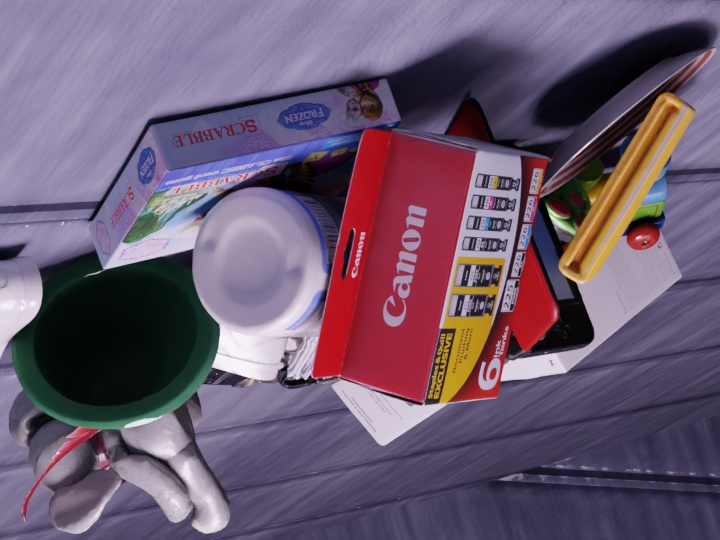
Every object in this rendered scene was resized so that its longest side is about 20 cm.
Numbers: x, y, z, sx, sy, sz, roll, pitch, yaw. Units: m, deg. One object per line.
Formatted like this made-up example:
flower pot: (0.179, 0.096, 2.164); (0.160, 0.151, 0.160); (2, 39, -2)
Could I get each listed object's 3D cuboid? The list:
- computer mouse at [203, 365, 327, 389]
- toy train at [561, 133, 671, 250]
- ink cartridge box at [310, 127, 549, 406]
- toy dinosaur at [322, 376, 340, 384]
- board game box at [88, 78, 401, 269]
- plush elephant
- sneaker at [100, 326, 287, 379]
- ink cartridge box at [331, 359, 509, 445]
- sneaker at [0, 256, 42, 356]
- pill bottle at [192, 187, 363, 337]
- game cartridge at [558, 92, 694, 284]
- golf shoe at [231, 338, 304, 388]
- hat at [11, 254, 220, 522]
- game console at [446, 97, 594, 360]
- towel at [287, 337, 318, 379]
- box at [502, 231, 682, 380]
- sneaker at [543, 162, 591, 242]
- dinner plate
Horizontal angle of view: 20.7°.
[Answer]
computer mouse: (-0.096, 0.087, 1.894); (0.199, 0.034, 0.059); (8, 146, -44)
toy train: (0.205, -0.071, 1.922); (0.199, 0.085, 0.116); (-10, 148, -11)
ink cartridge box: (0.055, -0.003, 1.523); (0.083, 0.201, 0.175); (15, -172, 29)
toy dinosaur: (0.019, 0.020, 1.866); (0.200, 0.077, 0.102); (-42, 180, -26)
board game box: (-0.094, -0.074, 1.543); (0.199, 0.041, 0.200); (-14, 165, -25)
plush elephant: (-0.230, 0.165, 1.800); (0.154, 0.165, 0.200); (-24, 148, 5)
sneaker: (-0.148, 0.019, 1.762); (0.199, 0.074, 0.116); (15, 109, -26)
ink cartridge box: (0.087, 0.066, 1.901); (0.200, 0.084, 0.146); (-37, -176, 46)
sneaker: (-0.352, 0.052, 1.620); (0.115, 0.074, 0.200); (-6, 152, -37)
pill bottle: (-0.035, -0.004, 1.567); (0.113, 0.114, 0.200); (-27, 165, 25)
game cartridge: (0.237, -0.074, 1.737); (0.177, 0.032, 0.200); (-59, 173, 8)
golf shoe: (-0.062, 0.053, 1.949); (0.094, 0.078, 0.200); (4, 154, -24)
hat: (-0.210, 0.099, 1.704); (0.199, 0.167, 0.176); (-5, 150, 2)
game console: (0.147, -0.038, 1.684); (0.172, 0.201, 0.118); (-6, 160, -46)
towel: (0.000, 0.000, 1.765); (0.201, 0.024, 0.147); (-58, 180, -22)
box: (0.212, 0.020, 2.030); (0.200, 0.098, 0.124); (-36, -166, -34)
sneaker: (0.137, -0.059, 1.836); (0.199, 0.077, 0.084); (10, 149, -32)
dinner plate: (0.224, -0.134, 1.706); (0.200, 0.024, 0.200); (-39, 175, -4)
